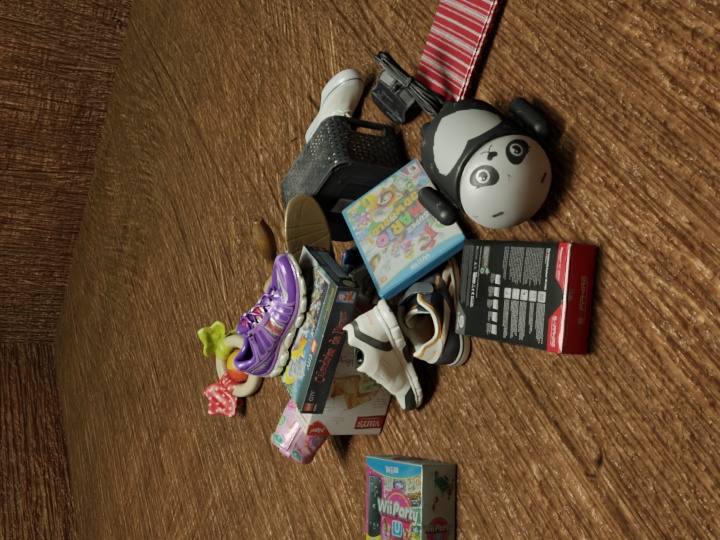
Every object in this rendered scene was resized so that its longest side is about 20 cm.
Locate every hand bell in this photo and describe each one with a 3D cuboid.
[{"bbox_3d":[-0.135,-0.002,1.312,0.104,0.103,0.201,-123,12,-47],"label":"hand bell"}]

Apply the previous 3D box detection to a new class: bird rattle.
[{"bbox_3d":[-0.269,0.206,1.753,0.162,0.112,0.203,-7,82,43],"label":"bird rattle"}]

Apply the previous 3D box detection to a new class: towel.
[{"bbox_3d":[0.140,-0.334,1.191,0.145,0.022,0.202,50,126,54],"label":"towel"}]

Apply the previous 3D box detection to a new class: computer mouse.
[{"bbox_3d":[0.079,-0.253,1.239,0.046,0.140,0.200,-46,-6,-6],"label":"computer mouse"}]

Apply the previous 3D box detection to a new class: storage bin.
[{"bbox_3d":[-0.030,-0.141,1.343,0.200,0.134,0.095,-49,46,45],"label":"storage bin"}]

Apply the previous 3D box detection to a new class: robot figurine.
[{"bbox_3d":[0.150,-0.137,1.042,0.200,0.123,0.152,55,139,48],"label":"robot figurine"}]

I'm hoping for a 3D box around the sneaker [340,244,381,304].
[{"bbox_3d":[0.000,0.000,1.323,0.201,0.084,0.077,-65,36,32],"label":"sneaker"}]

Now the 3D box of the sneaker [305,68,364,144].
[{"bbox_3d":[-0.037,-0.261,1.452,0.071,0.072,0.201,67,150,25],"label":"sneaker"}]

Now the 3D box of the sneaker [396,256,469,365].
[{"bbox_3d":[0.093,0.033,1.165,0.078,0.079,0.202,-47,45,47],"label":"sneaker"}]

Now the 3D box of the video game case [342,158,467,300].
[{"bbox_3d":[0.059,-0.063,1.206,0.142,0.018,0.201,-34,43,9],"label":"video game case"}]

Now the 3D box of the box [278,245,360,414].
[{"bbox_3d":[-0.068,0.084,1.209,0.137,0.037,0.202,47,125,54],"label":"box"}]

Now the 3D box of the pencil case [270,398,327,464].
[{"bbox_3d":[-0.067,0.210,1.356,0.201,0.087,0.087,-59,35,8],"label":"pencil case"}]

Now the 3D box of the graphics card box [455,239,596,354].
[{"bbox_3d":[0.195,0.028,1.015,0.199,0.050,0.127,4,90,59],"label":"graphics card box"}]

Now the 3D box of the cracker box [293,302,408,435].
[{"bbox_3d":[-0.012,0.151,1.273,0.058,0.132,0.202,42,122,54],"label":"cracker box"}]

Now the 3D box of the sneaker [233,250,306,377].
[{"bbox_3d":[-0.133,0.068,1.205,0.081,0.082,0.202,47,125,54],"label":"sneaker"}]

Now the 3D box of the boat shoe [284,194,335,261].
[{"bbox_3d":[-0.075,-0.023,1.309,0.065,0.070,0.203,-109,7,-74],"label":"boat shoe"}]

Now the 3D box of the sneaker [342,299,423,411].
[{"bbox_3d":[0.033,0.128,1.178,0.074,0.079,0.201,-120,6,-53],"label":"sneaker"}]

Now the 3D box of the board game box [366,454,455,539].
[{"bbox_3d":[0.068,0.367,1.175,0.147,0.064,0.203,-11,75,59],"label":"board game box"}]
